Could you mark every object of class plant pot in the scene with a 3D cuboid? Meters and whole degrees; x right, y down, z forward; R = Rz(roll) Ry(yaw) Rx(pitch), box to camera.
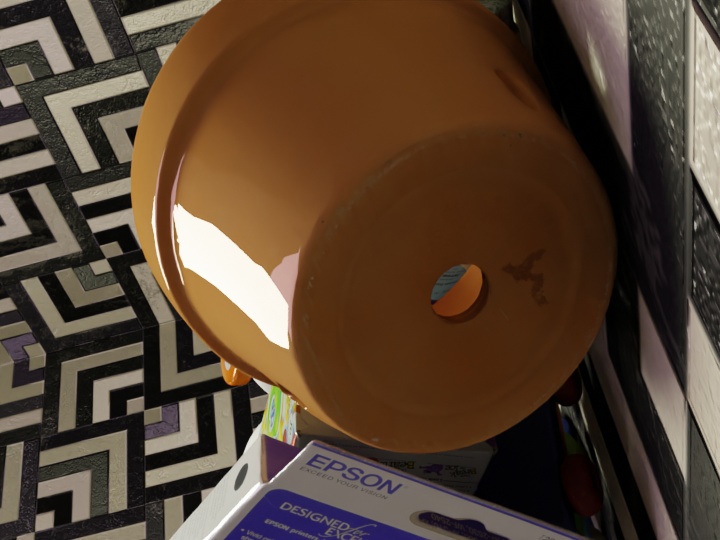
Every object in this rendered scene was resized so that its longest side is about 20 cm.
[{"bbox_3d":[0.013,-0.019,0.484,0.140,0.198,0.202,-131,22,-58],"label":"plant pot"}]

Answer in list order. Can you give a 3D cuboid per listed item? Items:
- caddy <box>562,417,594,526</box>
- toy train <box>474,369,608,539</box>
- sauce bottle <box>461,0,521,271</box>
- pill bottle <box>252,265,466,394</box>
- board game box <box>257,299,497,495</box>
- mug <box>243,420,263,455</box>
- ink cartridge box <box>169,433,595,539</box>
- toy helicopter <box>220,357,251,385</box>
[{"bbox_3d":[0.070,0.174,0.818,0.106,0.199,0.141,60,-178,-5],"label":"caddy"},{"bbox_3d":[0.107,0.094,0.712,0.116,0.084,0.202,49,-152,-43],"label":"toy train"},{"bbox_3d":[0.069,-0.047,0.615,0.065,0.064,0.202,-99,-7,-62],"label":"sauce bottle"},{"bbox_3d":[0.000,0.000,0.745,0.200,0.108,0.110,-51,38,38],"label":"pill bottle"},{"bbox_3d":[-0.006,0.118,0.660,0.104,0.104,0.201,-94,16,-46],"label":"board game box"},{"bbox_3d":[0.015,0.170,0.987,0.175,0.198,0.149,-26,76,63],"label":"mug"},{"bbox_3d":[0.011,0.152,0.587,0.200,0.197,0.044,-48,29,38],"label":"ink cartridge box"},{"bbox_3d":[-0.053,0.038,0.983,0.200,0.078,0.134,-177,89,-65],"label":"toy helicopter"}]
